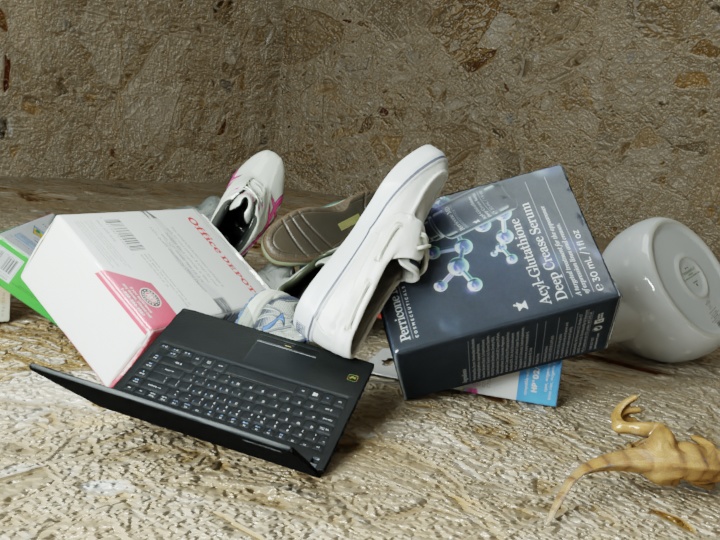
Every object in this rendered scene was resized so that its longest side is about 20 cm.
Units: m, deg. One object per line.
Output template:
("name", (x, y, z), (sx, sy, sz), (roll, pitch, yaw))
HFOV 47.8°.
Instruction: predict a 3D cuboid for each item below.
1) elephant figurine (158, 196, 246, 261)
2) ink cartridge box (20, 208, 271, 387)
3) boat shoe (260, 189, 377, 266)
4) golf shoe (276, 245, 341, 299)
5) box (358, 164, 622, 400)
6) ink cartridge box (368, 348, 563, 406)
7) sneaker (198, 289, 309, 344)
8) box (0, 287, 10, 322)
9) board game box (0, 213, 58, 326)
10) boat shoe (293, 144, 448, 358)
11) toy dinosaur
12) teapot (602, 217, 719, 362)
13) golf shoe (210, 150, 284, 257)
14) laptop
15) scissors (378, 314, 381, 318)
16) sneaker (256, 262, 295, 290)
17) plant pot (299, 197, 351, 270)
("elephant figurine", (-0.251, -0.013, 1.081), (0.200, 0.155, 0.142), (-12, 35, 46))
("ink cartridge box", (-0.197, 0.017, 0.790), (0.146, 0.085, 0.200), (47, 24, 15))
("boat shoe", (-0.052, -0.045, 1.059), (0.200, 0.072, 0.076), (-19, -5, -37))
("golf shoe", (0.000, 0.000, 0.868), (0.200, 0.078, 0.097), (-32, -17, 12))
("box", (0.114, 0.012, 0.753), (0.199, 0.149, 0.107), (-15, -32, 0))
("ink cartridge box", (0.110, 0.079, 0.850), (0.199, 0.068, 0.115), (8, 9, 14))
("sneaker", (-0.081, 0.077, 0.758), (0.085, 0.077, 0.200), (13, 20, 13))
("box", (-0.477, 0.013, 0.839), (0.200, 0.078, 0.095), (-2, 13, -44))
("board game box", (-0.306, 0.009, 0.872), (0.153, 0.040, 0.200), (38, 4, -10))
("boat shoe", (0.026, -0.016, 0.681), (0.066, 0.200, 0.072), (31, -20, 21))
("toy dinosaur", (0.212, 0.135, 0.590), (0.199, 0.061, 0.106), (4, 11, -10))
("teapot", (0.370, 0.036, 1.048), (0.200, 0.198, 0.146), (24, -38, -24))
("golf shoe", (-0.136, -0.076, 0.994), (0.072, 0.200, 0.092), (30, -33, -12))
("laptop", (-0.096, 0.069, 0.578), (0.177, 0.104, 0.200), (16, 35, 11))
("scissors", (0.109, 0.007, 0.896), (0.199, 0.014, 0.073), (-22, 10, 13))
("sneaker", (-0.130, 0.025, 1.018), (0.099, 0.078, 0.200), (1, 9, -8))
("plant pot", (0.008, -0.034, 1.196), (0.199, 0.142, 0.141), (-5, -10, -2))
